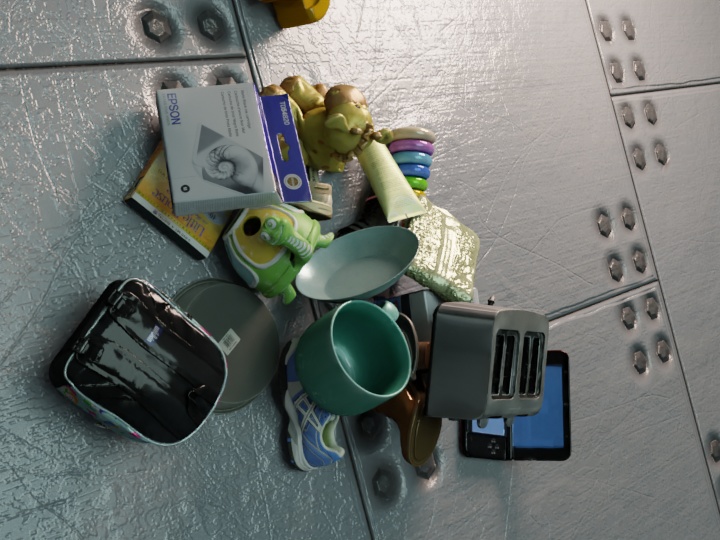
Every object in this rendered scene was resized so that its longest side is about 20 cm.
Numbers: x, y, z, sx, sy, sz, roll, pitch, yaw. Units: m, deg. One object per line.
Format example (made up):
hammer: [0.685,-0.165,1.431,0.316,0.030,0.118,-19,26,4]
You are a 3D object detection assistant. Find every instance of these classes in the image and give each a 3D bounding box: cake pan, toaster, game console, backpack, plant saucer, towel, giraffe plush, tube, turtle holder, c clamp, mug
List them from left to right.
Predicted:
backpack: [-0.281,0.128,1.266,0.200,0.150,0.178,39,65,-17]
cake pan: [-0.198,0.107,1.422,0.200,0.037,0.201,11,73,-39]
turtle holder: [-0.131,-0.032,1.425,0.132,0.141,0.186,36,15,-11]
giraffe plush: [-0.048,-0.227,1.544,0.172,0.162,0.201,-30,99,-41]
mug: [-0.009,0.132,1.432,0.185,0.114,0.153,-4,67,-47]
plant saucer: [0.000,0.000,1.495,0.201,0.200,0.039,-47,127,-37]
c clamp: [0.012,0.162,1.505,0.027,0.200,0.171,33,29,-55]
tube: [0.033,-0.167,1.628,0.200,0.058,0.052,61,11,21]
towel: [0.131,-0.034,1.607,0.148,0.037,0.200,31,39,-12]
toaster: [0.192,0.134,1.486,0.181,0.118,0.201,9,86,-52]
game console: [0.277,0.236,1.750,0.172,0.118,0.201,14,71,-38]

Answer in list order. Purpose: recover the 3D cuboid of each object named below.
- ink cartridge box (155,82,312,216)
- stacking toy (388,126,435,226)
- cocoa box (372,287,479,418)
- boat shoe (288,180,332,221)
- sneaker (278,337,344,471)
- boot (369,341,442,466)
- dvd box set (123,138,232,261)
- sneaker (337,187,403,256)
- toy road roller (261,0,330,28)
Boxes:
ink cartridge box: [-0.181,-0.178,1.396,0.199,0.041,0.200,-8,63,-15]
stacking toy: [0.088,-0.144,1.705,0.085,0.085,0.201,8,80,-40]
cocoa box: [0.118,0.137,1.625,0.133,0.131,0.201,-2,81,-42]
boat shoe: [-0.118,-0.127,1.494,0.200,0.072,0.065,15,77,-46]
sneaker: [-0.072,0.198,1.471,0.076,0.077,0.201,-15,95,-65]
boot: [0.047,0.210,1.531,0.074,0.154,0.201,33,55,-45]
dvd box set: [-0.243,-0.136,1.443,0.146,0.029,0.200,42,56,-26]
sneaker: [0.013,-0.082,1.627,0.099,0.071,0.201,13,71,-36]
toy road roller: [-0.092,-0.486,1.602,0.200,0.123,0.146,-39,121,-39]
